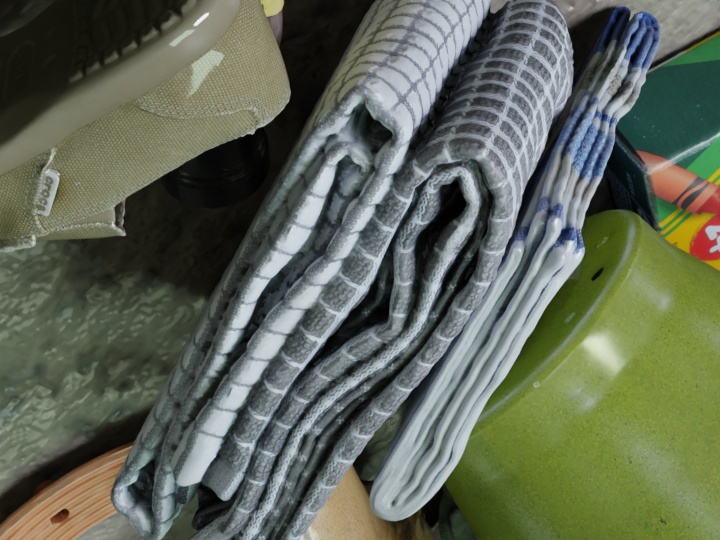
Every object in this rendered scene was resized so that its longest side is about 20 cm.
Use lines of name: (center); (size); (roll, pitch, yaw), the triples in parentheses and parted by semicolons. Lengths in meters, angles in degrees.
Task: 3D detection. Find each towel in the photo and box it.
towel: (0.061, -0.006, 1.006); (0.024, 0.200, 0.147); (29, 122, -1)
towel: (0.000, 0.000, 0.948); (0.086, 0.166, 0.200); (29, 118, -2)

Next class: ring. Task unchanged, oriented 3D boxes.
ring: (-0.094, 0.134, 1.154); (0.200, 0.019, 0.201); (-20, 141, -17)

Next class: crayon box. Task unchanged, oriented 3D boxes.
crayon box: (0.201, -0.066, 1.133); (0.200, 0.051, 0.127); (-30, 143, -7)

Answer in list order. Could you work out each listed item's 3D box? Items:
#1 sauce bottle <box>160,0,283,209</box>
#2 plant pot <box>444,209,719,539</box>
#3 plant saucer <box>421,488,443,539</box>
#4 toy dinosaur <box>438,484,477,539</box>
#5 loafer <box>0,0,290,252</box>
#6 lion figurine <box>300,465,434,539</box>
sauce bottle: (-0.059, -0.101, 0.887); (0.065, 0.065, 0.200); (-23, 144, -16)
plant pot: (0.127, 0.084, 1.081); (0.193, 0.200, 0.200); (43, 103, -13)
plant saucer: (0.089, 0.129, 1.279); (0.200, 0.032, 0.200); (-20, 141, -17)
toy dinosaur: (0.078, 0.134, 1.186); (0.088, 0.047, 0.200); (-15, 111, -10)
loafer: (-0.105, -0.037, 0.861); (0.200, 0.076, 0.067); (-24, 129, 32)
lion figurine: (-0.024, 0.096, 1.090); (0.123, 0.072, 0.200); (-56, 147, -33)
